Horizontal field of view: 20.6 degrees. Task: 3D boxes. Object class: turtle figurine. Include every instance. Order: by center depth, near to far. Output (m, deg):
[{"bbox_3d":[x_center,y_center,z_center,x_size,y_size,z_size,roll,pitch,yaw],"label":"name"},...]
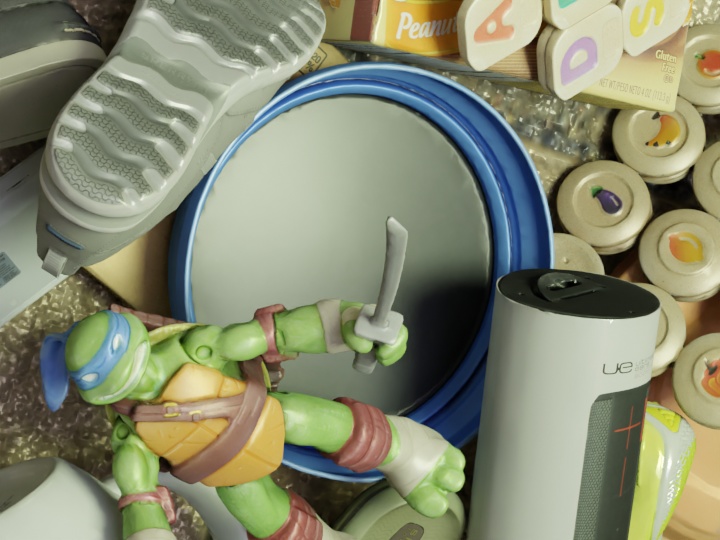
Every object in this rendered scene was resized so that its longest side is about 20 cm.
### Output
[{"bbox_3d":[-0.027,0.087,0.836,0.194,0.200,0.144,36,58,-45],"label":"turtle figurine"}]

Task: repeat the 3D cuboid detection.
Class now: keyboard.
[{"bbox_3d":[-0.168,-0.002,0.882,0.200,0.011,0.056,-39,80,-15],"label":"keyboard"}]

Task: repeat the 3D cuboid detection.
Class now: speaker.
[{"bbox_3d":[0.093,0.102,0.958,0.081,0.081,0.201,-3,108,-28],"label":"speaker"}]

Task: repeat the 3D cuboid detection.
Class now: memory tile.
[{"bbox_3d":[0.185,-0.028,1.037,0.153,0.017,0.200,33,76,17],"label":"memory tile"}]

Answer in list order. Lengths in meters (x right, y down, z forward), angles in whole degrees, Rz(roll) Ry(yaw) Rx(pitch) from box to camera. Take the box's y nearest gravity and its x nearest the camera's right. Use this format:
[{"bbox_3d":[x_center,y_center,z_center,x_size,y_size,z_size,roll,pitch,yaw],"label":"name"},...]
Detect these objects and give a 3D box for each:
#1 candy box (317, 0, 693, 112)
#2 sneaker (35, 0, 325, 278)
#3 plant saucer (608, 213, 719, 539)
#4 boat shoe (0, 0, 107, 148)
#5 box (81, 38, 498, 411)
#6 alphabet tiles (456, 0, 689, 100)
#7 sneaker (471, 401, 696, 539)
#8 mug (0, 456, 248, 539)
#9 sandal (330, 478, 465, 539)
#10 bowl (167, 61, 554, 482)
[{"bbox_3d":[0.079,-0.152,0.986,0.200,0.055,0.116,8,91,-35],"label":"candy box"},{"bbox_3d":[-0.087,-0.074,0.870,0.075,0.082,0.200,40,46,1],"label":"sneaker"},{"bbox_3d":[0.211,0.065,1.070,0.200,0.032,0.201,-1,101,-7],"label":"plant saucer"},{"bbox_3d":[-0.209,-0.082,0.858,0.199,0.073,0.063,-13,59,-22],"label":"boat shoe"},{"bbox_3d":[-0.036,-0.022,0.968,0.200,0.021,0.164,41,77,-27],"label":"box"},{"bbox_3d":[0.118,-0.181,0.925,0.195,0.015,0.200,-31,134,-27],"label":"alphabet tiles"},{"bbox_3d":[0.103,0.149,1.050,0.105,0.076,0.201,20,110,11],"label":"sneaker"},{"bbox_3d":[-0.117,0.168,0.888,0.200,0.147,0.176,-36,106,-43],"label":"mug"},{"bbox_3d":[-0.012,0.190,0.963,0.080,0.057,0.201,18,110,-38],"label":"sandal"},{"bbox_3d":[0.000,0.000,0.955,0.200,0.039,0.201,-4,99,-27],"label":"bowl"}]
